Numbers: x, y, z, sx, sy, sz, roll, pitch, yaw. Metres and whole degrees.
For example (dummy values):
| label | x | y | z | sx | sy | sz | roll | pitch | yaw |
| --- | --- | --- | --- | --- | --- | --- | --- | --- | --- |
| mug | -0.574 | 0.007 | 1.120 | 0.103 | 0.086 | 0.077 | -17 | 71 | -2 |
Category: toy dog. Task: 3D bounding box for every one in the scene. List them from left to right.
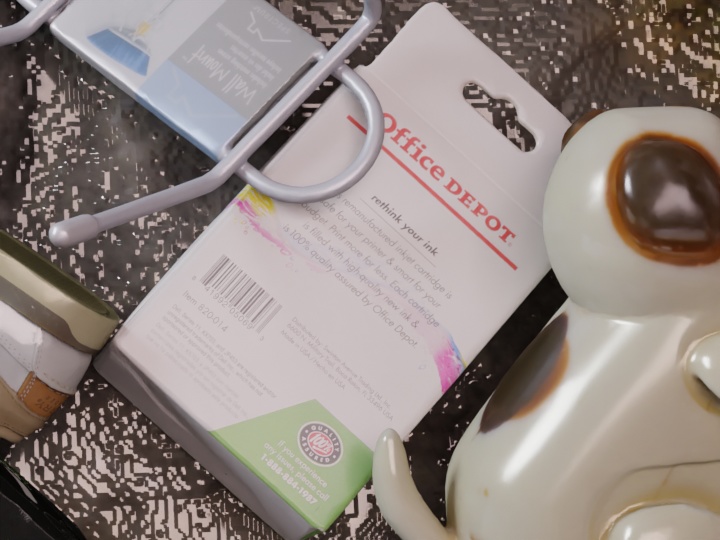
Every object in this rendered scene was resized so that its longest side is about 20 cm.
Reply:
| label | x | y | z | sx | sy | sz | roll | pitch | yaw |
| --- | --- | --- | --- | --- | --- | --- | --- | --- | --- |
| toy dog | 0.110 | 0.033 | 1.176 | 0.194 | 0.140 | 0.200 | 11 | 101 | -3 |

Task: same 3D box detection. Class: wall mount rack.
| label | x | y | z | sx | sy | sz | roll | pitch | yaw |
| --- | --- | --- | --- | --- | --- | --- | --- | --- | --- |
| wall mount rack | -0.094 | -0.088 | 1.185 | 0.200 | 0.075 | 0.174 | 37 | 74 | 24 |

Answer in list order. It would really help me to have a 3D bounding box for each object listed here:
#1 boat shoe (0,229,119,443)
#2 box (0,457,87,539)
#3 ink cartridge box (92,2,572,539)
| label | x | y | z | sx | sy | sz | roll | pitch | yaw |
| --- | --- | --- | --- | --- | --- | --- | --- | --- | --- |
| boat shoe | -0.195 | -0.008 | 1.180 | 0.200 | 0.075 | 0.068 | 34 | 95 | 11 |
| box | -0.201 | 0.093 | 1.088 | 0.124 | 0.149 | 0.200 | -47 | 109 | -4 |
| ink cartridge box | 0.000 | 0.000 | 1.225 | 0.117 | 0.067 | 0.200 | 42 | 74 | -1 |
